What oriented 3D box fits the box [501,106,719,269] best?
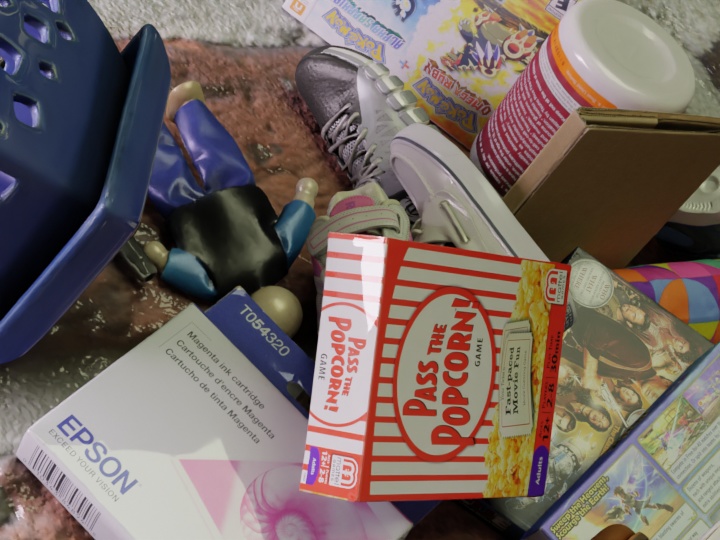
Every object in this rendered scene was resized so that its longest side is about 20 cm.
[{"bbox_3d":[0.165,-0.043,1.369,0.163,0.200,0.021,-1,53,-37],"label":"box"}]

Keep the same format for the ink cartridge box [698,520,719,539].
[{"bbox_3d":[0.188,0.255,1.097,0.129,0.200,0.125,45,40,11],"label":"ink cartridge box"}]

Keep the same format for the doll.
[{"bbox_3d":[-0.092,-0.038,1.289,0.136,0.049,0.200,-19,65,-21],"label":"doll"}]

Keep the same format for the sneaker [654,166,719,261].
[{"bbox_3d":[0.236,-0.052,1.543,0.199,0.146,0.081,13,73,26],"label":"sneaker"}]

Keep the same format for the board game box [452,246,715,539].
[{"bbox_3d":[0.151,0.100,1.289,0.135,0.035,0.200,35,64,-2],"label":"board game box"}]

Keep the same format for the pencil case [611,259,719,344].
[{"bbox_3d":[0.216,0.033,1.429,0.199,0.088,0.089,-1,52,-39],"label":"pencil case"}]

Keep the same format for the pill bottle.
[{"bbox_3d":[0.153,-0.098,1.413,0.113,0.200,0.113,20,42,-19],"label":"pill bottle"}]

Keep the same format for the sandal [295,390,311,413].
[{"bbox_3d":[-0.003,0.084,1.238,0.080,0.054,0.200,41,40,4],"label":"sandal"}]

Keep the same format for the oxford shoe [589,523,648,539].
[{"bbox_3d":[0.088,0.199,1.140,0.199,0.071,0.071,-27,63,-21],"label":"oxford shoe"}]

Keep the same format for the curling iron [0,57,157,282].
[{"bbox_3d":[-0.191,-0.074,1.269,0.049,0.026,0.200,-25,66,-21],"label":"curling iron"}]

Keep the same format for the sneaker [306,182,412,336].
[{"bbox_3d":[0.000,0.000,1.240,0.081,0.089,0.200,-15,19,-2],"label":"sneaker"}]

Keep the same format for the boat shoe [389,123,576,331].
[{"bbox_3d":[0.067,-0.020,1.296,0.066,0.072,0.200,-29,62,-14],"label":"boat shoe"}]

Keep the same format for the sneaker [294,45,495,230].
[{"bbox_3d":[0.002,-0.080,1.389,0.200,0.075,0.115,43,49,15],"label":"sneaker"}]

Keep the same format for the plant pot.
[{"bbox_3d":[-0.230,-0.073,1.121,0.179,0.200,0.201,28,40,-21],"label":"plant pot"}]

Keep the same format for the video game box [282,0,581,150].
[{"bbox_3d":[0.060,-0.218,1.477,0.200,0.182,0.047,37,43,0],"label":"video game box"}]

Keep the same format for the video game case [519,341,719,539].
[{"bbox_3d":[0.234,0.177,1.241,0.200,0.045,0.181,-41,87,-25],"label":"video game case"}]

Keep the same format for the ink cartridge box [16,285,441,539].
[{"bbox_3d":[-0.069,0.117,1.136,0.196,0.043,0.200,44,55,9],"label":"ink cartridge box"}]

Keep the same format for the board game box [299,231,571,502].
[{"bbox_3d":[0.049,0.062,1.142,0.200,0.046,0.152,6,90,-52],"label":"board game box"}]
